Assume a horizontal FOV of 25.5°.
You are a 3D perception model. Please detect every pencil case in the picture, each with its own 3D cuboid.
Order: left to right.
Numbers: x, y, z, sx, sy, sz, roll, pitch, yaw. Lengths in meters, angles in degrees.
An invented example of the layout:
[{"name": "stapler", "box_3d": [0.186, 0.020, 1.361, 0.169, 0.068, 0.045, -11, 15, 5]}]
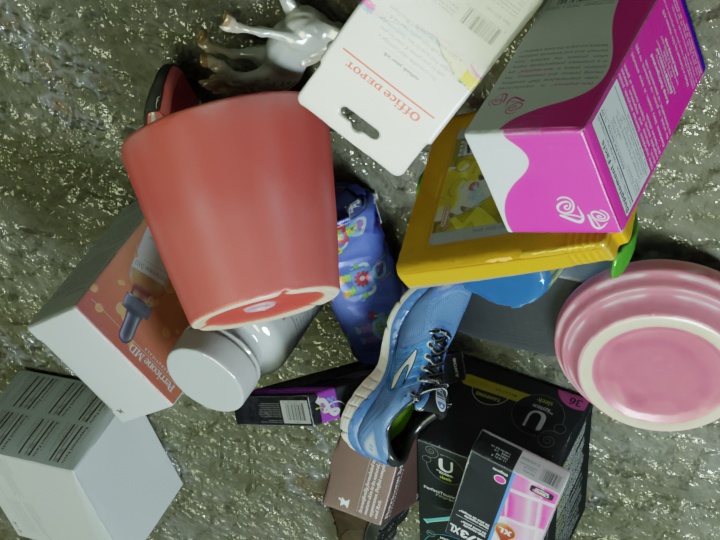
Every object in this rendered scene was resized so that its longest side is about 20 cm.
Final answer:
[{"name": "pencil case", "box_3d": [0.000, 0.000, 1.595, 0.078, 0.086, 0.201, 57, 172, 54]}]

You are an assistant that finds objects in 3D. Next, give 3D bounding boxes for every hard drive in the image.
[{"name": "hard drive", "box_3d": [0.169, 0.025, 1.521, 0.199, 0.042, 0.135, 10, 137, 30]}]

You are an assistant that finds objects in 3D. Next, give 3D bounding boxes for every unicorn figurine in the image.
[{"name": "unicorn figurine", "box_3d": [-0.065, -0.202, 1.423, 0.137, 0.074, 0.200, 17, 167, -19]}]

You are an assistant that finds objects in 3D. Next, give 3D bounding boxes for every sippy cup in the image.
[{"name": "sippy cup", "box_3d": [0.141, -0.044, 1.391, 0.177, 0.131, 0.140, -11, 125, 43]}]

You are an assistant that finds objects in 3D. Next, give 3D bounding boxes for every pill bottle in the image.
[{"name": "pill bottle", "box_3d": [-0.110, 0.041, 1.619, 0.114, 0.200, 0.115, 20, 142, 17]}]

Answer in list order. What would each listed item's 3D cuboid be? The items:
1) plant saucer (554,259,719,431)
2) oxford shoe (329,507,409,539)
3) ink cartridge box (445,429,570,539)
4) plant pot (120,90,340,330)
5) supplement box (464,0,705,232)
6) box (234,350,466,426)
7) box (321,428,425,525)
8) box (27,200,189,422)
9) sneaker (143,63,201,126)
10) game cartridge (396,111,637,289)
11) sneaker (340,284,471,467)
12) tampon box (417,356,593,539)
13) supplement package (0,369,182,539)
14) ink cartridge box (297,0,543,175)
[{"name": "plant saucer", "box_3d": [0.275, 0.079, 1.448, 0.199, 0.051, 0.201, 7, 134, 7]}, {"name": "oxford shoe", "box_3d": [0.000, 0.310, 1.963, 0.084, 0.073, 0.200, 43, 144, 15]}, {"name": "ink cartridge box", "box_3d": [0.140, 0.242, 1.583, 0.094, 0.037, 0.201, 25, 144, 12]}, {"name": "plant pot", "box_3d": [-0.107, -0.048, 1.459, 0.200, 0.200, 0.178, -24, 76, 49]}, {"name": "supplement box", "box_3d": [0.175, -0.130, 1.208, 0.101, 0.200, 0.104, 2, 133, 36]}, {"name": "box", "box_3d": [-0.011, 0.120, 1.624, 0.143, 0.199, 0.036, -7, 96, 54]}, {"name": "box", "box_3d": [0.035, 0.191, 1.668, 0.075, 0.200, 0.101, 18, 100, 19]}, {"name": "box", "box_3d": [-0.226, 0.034, 1.702, 0.152, 0.200, 0.106, 47, 142, -19]}, {"name": "sneaker", "box_3d": [-0.156, -0.128, 1.593, 0.086, 0.074, 0.201, 5, 140, 14]}, {"name": "game cartridge", "box_3d": [0.136, -0.073, 1.304, 0.199, 0.177, 0.032, -10, 137, 34]}, {"name": "sneaker", "box_3d": [0.061, 0.097, 1.509, 0.078, 0.201, 0.089, 15, -167, -45]}, {"name": "tampon box", "box_3d": [0.152, 0.218, 1.679, 0.149, 0.126, 0.201, 18, 140, 19]}, {"name": "supplement package", "box_3d": [-0.381, 0.259, 2.117, 0.199, 0.147, 0.192, 8, 136, 31]}, {"name": "ink cartridge box", "box_3d": [0.050, -0.188, 1.290, 0.116, 0.068, 0.200, 37, 118, -4]}]
